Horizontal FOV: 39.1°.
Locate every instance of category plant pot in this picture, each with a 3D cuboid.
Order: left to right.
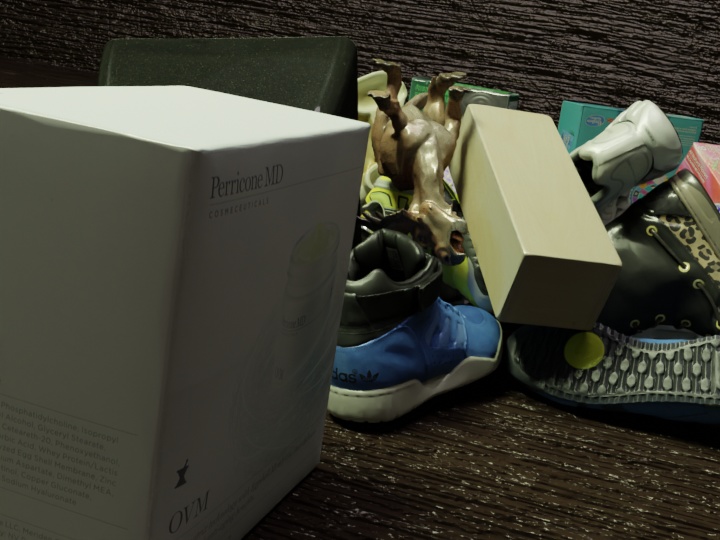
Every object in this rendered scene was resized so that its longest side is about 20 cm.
[{"bbox_3d":[-0.102,-0.049,0.764,0.199,0.200,0.178,0,33,2],"label":"plant pot"}]

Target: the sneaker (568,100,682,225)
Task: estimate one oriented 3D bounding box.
[{"bbox_3d":[0.195,-0.073,0.865,0.081,0.075,0.200,-29,-14,-15],"label":"sneaker"}]

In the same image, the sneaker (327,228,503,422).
[{"bbox_3d":[0.043,0.023,0.708,0.076,0.112,0.200,7,15,35],"label":"sneaker"}]

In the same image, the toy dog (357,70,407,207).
[{"bbox_3d":[-0.045,-0.102,1.108,0.193,0.140,0.200,-22,-2,-31],"label":"toy dog"}]

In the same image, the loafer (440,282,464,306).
[{"bbox_3d":[0.000,0.000,0.922,0.199,0.063,0.072,5,13,-11],"label":"loafer"}]

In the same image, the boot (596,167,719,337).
[{"bbox_3d":[0.245,0.037,0.820,0.150,0.201,0.073,-27,2,15],"label":"boot"}]

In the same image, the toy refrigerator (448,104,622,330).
[{"bbox_3d":[0.127,-0.044,0.784,0.076,0.070,0.200,6,39,-13],"label":"toy refrigerator"}]

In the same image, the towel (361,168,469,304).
[{"bbox_3d":[0.103,-0.063,1.020,0.143,0.023,0.200,34,58,14],"label":"towel"}]

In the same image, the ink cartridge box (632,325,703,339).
[{"bbox_3d":[0.262,0.015,0.971,0.145,0.084,0.200,5,13,-11],"label":"ink cartridge box"}]

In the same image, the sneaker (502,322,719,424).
[{"bbox_3d":[0.205,0.082,0.744,0.199,0.066,0.078,3,-25,24],"label":"sneaker"}]

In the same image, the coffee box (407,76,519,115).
[{"bbox_3d":[0.107,-0.114,1.173,0.122,0.201,0.044,15,17,20],"label":"coffee box"}]

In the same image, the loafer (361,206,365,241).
[{"bbox_3d":[-0.052,-0.020,0.992,0.199,0.073,0.071,-3,29,-31],"label":"loafer"}]

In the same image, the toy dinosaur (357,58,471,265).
[{"bbox_3d":[0.040,-0.093,0.839,0.085,0.136,0.200,5,25,-4],"label":"toy dinosaur"}]

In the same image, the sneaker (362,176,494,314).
[{"bbox_3d":[0.066,-0.023,0.869,0.075,0.076,0.200,42,12,-40],"label":"sneaker"}]

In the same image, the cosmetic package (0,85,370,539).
[{"bbox_3d":[-0.092,0.021,0.481,0.122,0.201,0.199,12,14,17],"label":"cosmetic package"}]

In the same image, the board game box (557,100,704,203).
[{"bbox_3d":[0.278,-0.075,1.107,0.150,0.201,0.047,4,14,-18],"label":"board game box"}]

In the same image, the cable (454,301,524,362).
[{"bbox_3d":[0.077,0.056,0.835,0.199,0.051,0.097,-4,30,2],"label":"cable"}]

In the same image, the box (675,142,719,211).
[{"bbox_3d":[0.386,-0.026,1.009,0.094,0.103,0.201,4,43,-18],"label":"box"}]
